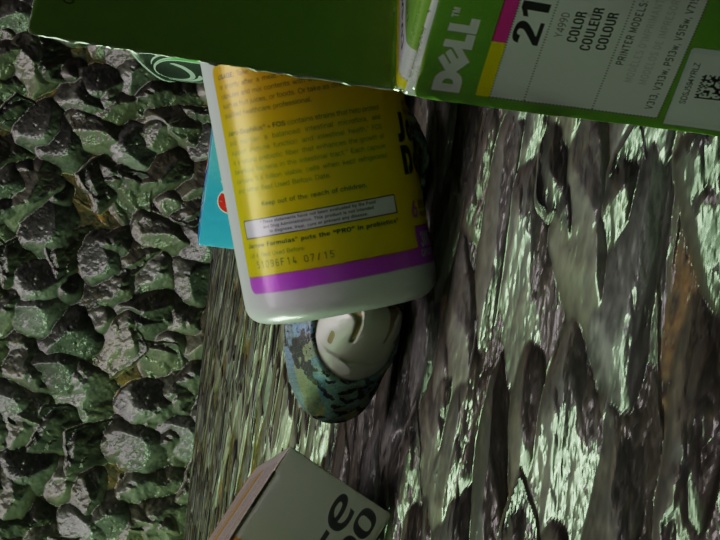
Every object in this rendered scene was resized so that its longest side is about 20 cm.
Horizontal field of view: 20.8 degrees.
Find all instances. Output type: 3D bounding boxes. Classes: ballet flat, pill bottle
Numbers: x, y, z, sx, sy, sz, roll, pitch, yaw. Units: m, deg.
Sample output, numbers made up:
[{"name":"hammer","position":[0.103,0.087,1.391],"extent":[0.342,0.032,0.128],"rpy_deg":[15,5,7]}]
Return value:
[{"name":"ballet flat","position":[0.000,0.000,1.121],"extent":[0.074,0.074,0.200],"rpy_deg":[-109,24,-74]},{"name":"pill bottle","position":[-0.026,-0.077,1.035],"extent":[0.104,0.104,0.200],"rpy_deg":[-165,64,-83]}]

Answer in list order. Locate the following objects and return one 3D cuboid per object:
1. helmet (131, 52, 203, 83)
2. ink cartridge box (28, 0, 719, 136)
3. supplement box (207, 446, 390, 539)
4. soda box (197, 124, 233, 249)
[{"name":"helmet","position":[-0.112,-0.265,1.749],"extent":[0.200,0.191,0.200],"rpy_deg":[-16,-90,-70]},{"name":"ink cartridge box","position":[0.017,-0.124,0.545],"extent":[0.076,0.200,0.148],"rpy_deg":[106,168,-52]},{"name":"supplement box","position":[-0.057,0.182,1.180],"extent":[0.126,0.074,0.200],"rpy_deg":[-57,2,-11]},{"name":"soda box","position":[-0.159,-0.131,2.467],"extent":[0.064,0.068,0.200],"rpy_deg":[-106,24,-71]}]
